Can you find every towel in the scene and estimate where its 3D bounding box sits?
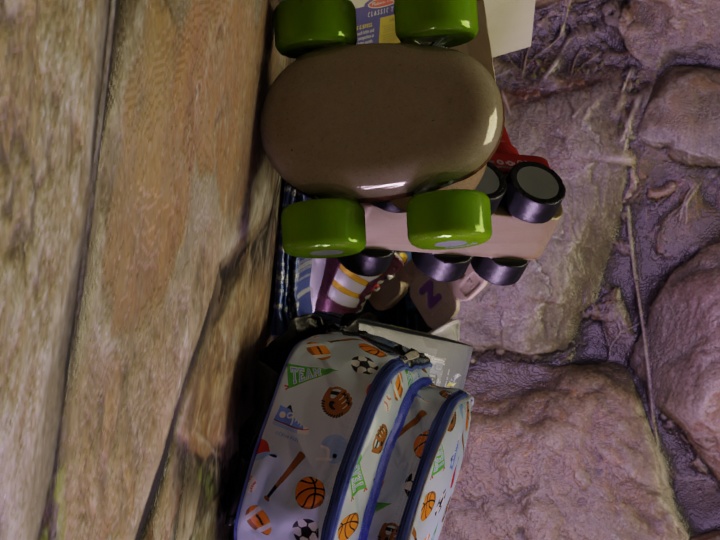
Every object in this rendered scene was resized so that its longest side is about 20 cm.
[{"bbox_3d":[-0.041,-0.050,1.427,0.145,0.024,0.201,-48,143,-84],"label":"towel"}]

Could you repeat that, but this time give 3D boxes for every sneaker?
[{"bbox_3d":[0.045,0.030,1.699,0.200,0.086,0.075,-175,-95,-65],"label":"sneaker"},{"bbox_3d":[0.000,0.000,1.570,0.075,0.090,0.200,-79,173,-49],"label":"sneaker"}]

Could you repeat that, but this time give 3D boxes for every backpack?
[{"bbox_3d":[-0.011,0.133,1.284,0.190,0.154,0.201,11,91,-70],"label":"backpack"}]

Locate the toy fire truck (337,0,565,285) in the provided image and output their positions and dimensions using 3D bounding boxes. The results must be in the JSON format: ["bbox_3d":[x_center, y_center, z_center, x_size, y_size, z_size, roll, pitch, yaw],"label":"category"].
[{"bbox_3d":[0.058,-0.107,1.467,0.129,0.175,0.200,113,-27,-43],"label":"toy fire truck"}]

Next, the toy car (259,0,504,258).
[{"bbox_3d":[0.024,-0.085,1.272,0.200,0.157,0.165,45,42,-79],"label":"toy car"}]

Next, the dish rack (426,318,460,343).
[{"bbox_3d":[0.025,0.116,1.636,0.044,0.171,0.200,55,-3,10],"label":"dish rack"}]

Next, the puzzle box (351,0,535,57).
[{"bbox_3d":[0.059,-0.224,1.530,0.025,0.199,0.133,45,-38,42],"label":"puzzle box"}]

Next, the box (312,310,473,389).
[{"bbox_3d":[0.005,0.141,1.471,0.157,0.051,0.201,13,91,-49],"label":"box"}]

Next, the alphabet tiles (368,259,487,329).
[{"bbox_3d":[0.053,-0.060,1.591,0.015,0.196,0.200,-6,147,-48],"label":"alphabet tiles"}]
